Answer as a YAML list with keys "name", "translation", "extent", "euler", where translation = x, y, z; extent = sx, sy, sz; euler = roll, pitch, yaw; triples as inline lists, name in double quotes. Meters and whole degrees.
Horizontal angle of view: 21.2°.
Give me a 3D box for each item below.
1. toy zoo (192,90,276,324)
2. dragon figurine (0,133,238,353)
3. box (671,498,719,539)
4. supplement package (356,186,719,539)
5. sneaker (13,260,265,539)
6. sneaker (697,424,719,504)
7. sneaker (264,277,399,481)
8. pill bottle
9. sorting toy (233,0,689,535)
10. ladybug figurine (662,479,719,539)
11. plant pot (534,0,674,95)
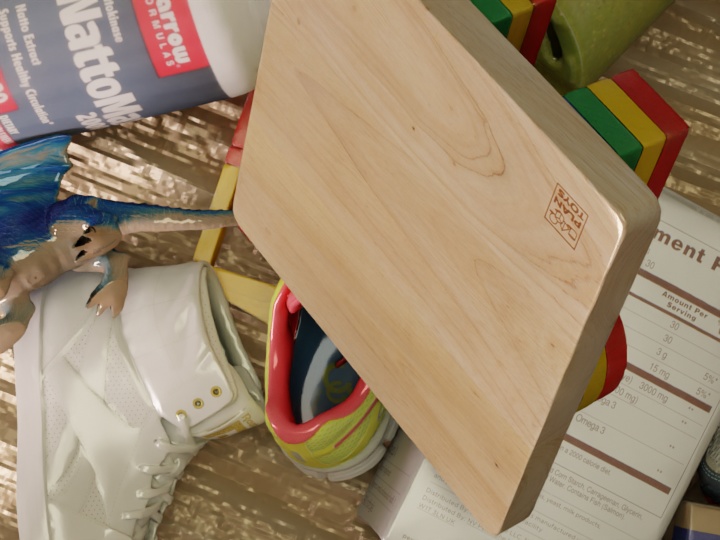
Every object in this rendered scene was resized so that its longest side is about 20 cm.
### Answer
- name: "toy zoo"
  translation: [-0.004, -0.041, 0.969]
  extent: [0.131, 0.020, 0.200]
  euler: [18, 86, 4]
- name: "dragon figurine"
  translation: [-0.152, -0.024, 0.919]
  extent: [0.200, 0.059, 0.099]
  euler: [-23, 49, -2]
- name: "box"
  translation: [0.185, 0.211, 0.857]
  extent: [0.121, 0.032, 0.200]
  euler: [11, 87, -5]
- name: "supplement package"
  translation: [0.097, 0.058, 0.903]
  extent: [0.117, 0.117, 0.200]
  euler: [28, 86, -4]
- name: "sneaker"
  translation: [-0.101, 0.093, 0.927]
  extent: [0.115, 0.074, 0.200]
  euler: [-7, 83, 13]
- name: "sneaker"
  translation: [0.212, 0.020, 0.906]
  extent: [0.078, 0.086, 0.200]
  euler: [20, 65, 42]
- name: "sneaker"
  translation: [0.000, 0.000, 0.904]
  extent: [0.078, 0.090, 0.200]
  euler: [9, 85, 17]
- name: "pill bottle"
  translation: [-0.103, -0.134, 0.922]
  extent: [0.200, 0.120, 0.120]
  euler: [-13, 84, 7]
- name: "sorting toy"
  translation: [0.042, -0.032, 0.775]
  extent: [0.070, 0.199, 0.200]
  euler: [-24, 59, -29]
- name: "ladybug figurine"
  translation: [0.235, 0.136, 0.920]
  extent: [0.200, 0.072, 0.136]
  euler: [-24, 84, -1]
- name: "plant pot"
  translation: [0.088, -0.176, 0.864]
  extent: [0.200, 0.200, 0.184]
  euler: [35, 66, 5]
